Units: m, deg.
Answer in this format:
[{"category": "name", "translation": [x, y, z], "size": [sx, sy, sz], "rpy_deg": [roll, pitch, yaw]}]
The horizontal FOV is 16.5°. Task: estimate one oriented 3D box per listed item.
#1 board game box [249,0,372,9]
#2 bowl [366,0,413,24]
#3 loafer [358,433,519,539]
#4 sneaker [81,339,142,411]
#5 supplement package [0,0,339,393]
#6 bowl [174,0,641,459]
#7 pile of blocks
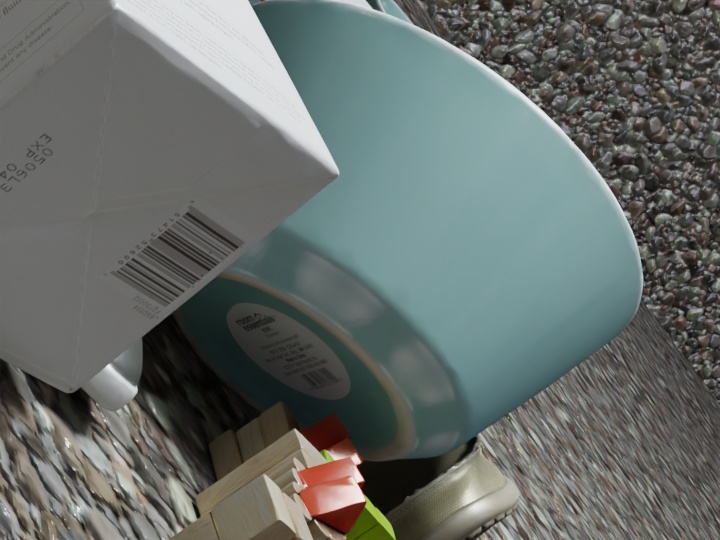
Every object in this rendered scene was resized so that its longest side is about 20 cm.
[{"category": "board game box", "translation": [-0.080, -0.129, 1.135], "size": [0.151, 0.046, 0.200], "rpy_deg": [3, -32, 40]}, {"category": "bowl", "translation": [0.025, -0.069, 1.571], "size": [0.201, 0.105, 0.201], "rpy_deg": [53, 10, -13]}, {"category": "loafer", "translation": [0.017, 0.085, 1.088], "size": [0.068, 0.076, 0.200], "rpy_deg": [53, 0, -8]}, {"category": "sneaker", "translation": [-0.087, -0.040, 0.889], "size": [0.071, 0.099, 0.200], "rpy_deg": [50, 11, -40]}, {"category": "supplement package", "translation": [-0.116, -0.086, 0.797], "size": [0.120, 0.121, 0.200], "rpy_deg": [34, 23, -49]}, {"category": "bowl", "translation": [0.000, 0.000, 0.983], "size": [0.201, 0.105, 0.201], "rpy_deg": [28, -27, 15]}, {"category": "pile of blocks", "translation": [-0.016, 0.096, 0.882], "size": [0.082, 0.062, 0.200], "rpy_deg": [54, 9, -6]}]
